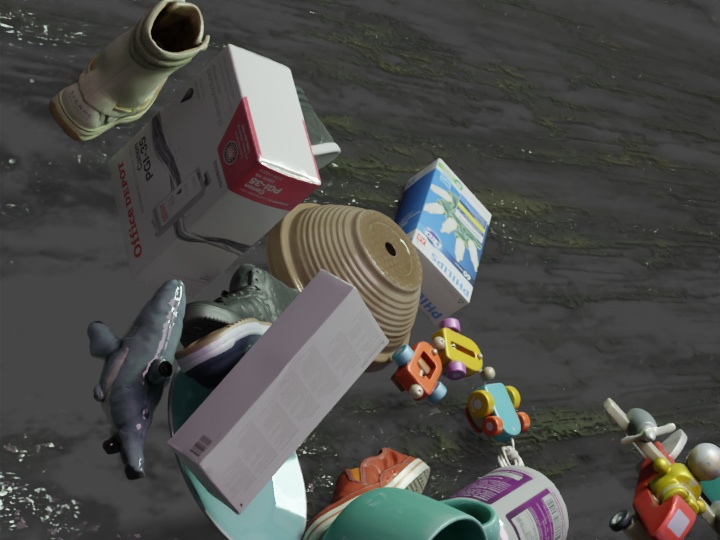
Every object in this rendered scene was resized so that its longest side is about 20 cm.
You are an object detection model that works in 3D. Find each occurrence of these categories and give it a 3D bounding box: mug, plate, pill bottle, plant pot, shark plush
[{"bbox_3d":[0.036,0.274,1.610,0.114,0.153,0.185,18,2,32],"label":"mug"},{"bbox_3d":[-0.116,0.170,1.601,0.200,0.025,0.201,46,30,-36],"label":"plate"},{"bbox_3d":[0.123,0.272,1.777,0.113,0.112,0.200,58,29,8],"label":"pill bottle"},{"bbox_3d":[0.000,0.000,1.906,0.200,0.093,0.202,36,33,-28],"label":"plant pot"},{"bbox_3d":[-0.193,0.092,1.530,0.091,0.083,0.200,44,30,-18],"label":"shark plush"}]

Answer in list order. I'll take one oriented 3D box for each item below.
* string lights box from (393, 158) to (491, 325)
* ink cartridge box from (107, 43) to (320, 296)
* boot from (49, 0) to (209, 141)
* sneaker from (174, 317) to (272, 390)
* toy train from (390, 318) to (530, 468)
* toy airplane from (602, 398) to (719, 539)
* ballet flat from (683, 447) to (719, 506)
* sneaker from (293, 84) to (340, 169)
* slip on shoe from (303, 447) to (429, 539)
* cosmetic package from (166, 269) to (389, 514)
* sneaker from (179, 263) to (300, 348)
[{"bbox_3d":[0.090,-0.036,2.109,0.103,0.059,0.200,46,30,-17],"label":"string lights box"},{"bbox_3d":[-0.142,-0.091,1.683,0.082,0.200,0.147,17,45,-42],"label":"ink cartridge box"},{"bbox_3d":[-0.207,-0.212,1.760,0.072,0.154,0.200,50,29,-5],"label":"boot"},{"bbox_3d":[-0.096,0.104,1.566,0.109,0.070,0.200,66,11,6],"label":"sneaker"},{"bbox_3d":[0.102,0.140,1.945,0.200,0.055,0.151,47,35,-19],"label":"toy train"},{"bbox_3d":[0.383,0.249,2.152,0.199,0.141,0.200,15,47,-48],"label":"toy airplane"},{"bbox_3d":[0.492,0.317,2.322,0.201,0.070,0.065,63,16,9],"label":"ballet flat"},{"bbox_3d":[-0.101,-0.155,1.952,0.100,0.071,0.200,57,23,10],"label":"sneaker"},{"bbox_3d":[-0.003,0.223,1.702,0.061,0.074,0.200,27,28,20],"label":"slip on shoe"},{"bbox_3d":[-0.068,0.102,1.505,0.051,0.200,0.083,27,-21,42],"label":"cosmetic package"},{"bbox_3d":[-0.116,0.039,1.731,0.199,0.060,0.105,26,40,-49],"label":"sneaker"}]
